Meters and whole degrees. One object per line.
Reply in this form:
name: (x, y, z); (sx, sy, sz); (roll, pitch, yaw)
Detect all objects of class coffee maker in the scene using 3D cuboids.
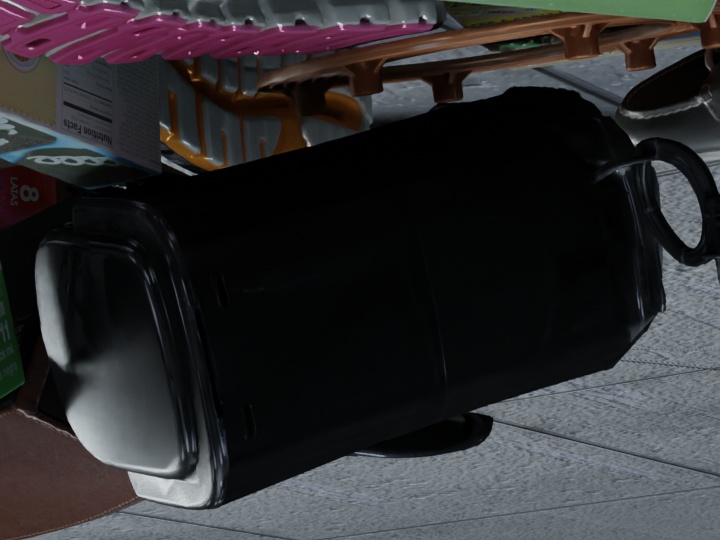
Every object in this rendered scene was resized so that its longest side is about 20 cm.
coffee maker: (0.000, 0.000, 1.044); (0.200, 0.135, 0.192); (-18, 167, -30)

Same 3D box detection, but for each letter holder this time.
letter holder: (-0.125, 0.062, 1.208); (0.142, 0.101, 0.200); (30, 152, -27)

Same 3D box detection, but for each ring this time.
ring: (0.058, -0.082, 1.092); (0.200, 0.019, 0.200); (-9, -179, 0)

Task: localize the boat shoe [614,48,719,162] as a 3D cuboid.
boat shoe: (0.191, -0.090, 1.125); (0.200, 0.067, 0.057); (-8, 121, 27)

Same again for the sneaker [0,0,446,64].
sneaker: (-0.058, -0.121, 0.966); (0.200, 0.088, 0.074); (-4, 176, -37)

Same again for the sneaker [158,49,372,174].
sneaker: (-0.070, -0.073, 1.207); (0.077, 0.078, 0.200); (-3, 168, 29)

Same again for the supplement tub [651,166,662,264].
supplement tub: (0.049, -0.015, 1.403); (0.200, 0.107, 0.107); (-3, 167, 0)

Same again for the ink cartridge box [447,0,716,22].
ink cartridge box: (0.082, -0.156, 0.799); (0.104, 0.059, 0.200); (2, 148, -14)

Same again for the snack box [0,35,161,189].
snack box: (-0.139, -0.106, 0.967); (0.037, 0.116, 0.200); (-10, 164, 28)

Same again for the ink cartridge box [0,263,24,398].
ink cartridge box: (-0.223, -0.036, 1.052); (0.146, 0.200, 0.083); (-7, -170, 20)

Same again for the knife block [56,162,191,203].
knife block: (-0.091, -0.013, 1.300); (0.175, 0.064, 0.200); (23, 177, 12)

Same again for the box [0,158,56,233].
box: (-0.231, -0.045, 1.251); (0.103, 0.095, 0.200); (8, 163, -40)

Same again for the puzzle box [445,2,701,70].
puzzle box: (0.135, -0.123, 1.134); (0.200, 0.025, 0.133); (-7, 165, 20)
